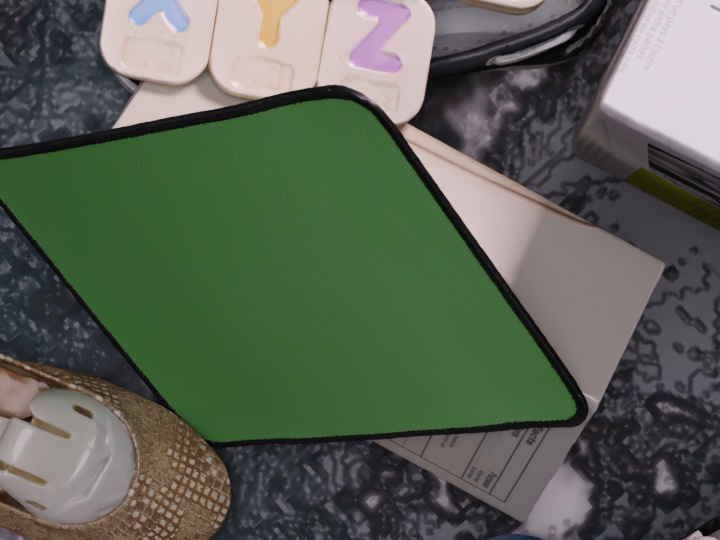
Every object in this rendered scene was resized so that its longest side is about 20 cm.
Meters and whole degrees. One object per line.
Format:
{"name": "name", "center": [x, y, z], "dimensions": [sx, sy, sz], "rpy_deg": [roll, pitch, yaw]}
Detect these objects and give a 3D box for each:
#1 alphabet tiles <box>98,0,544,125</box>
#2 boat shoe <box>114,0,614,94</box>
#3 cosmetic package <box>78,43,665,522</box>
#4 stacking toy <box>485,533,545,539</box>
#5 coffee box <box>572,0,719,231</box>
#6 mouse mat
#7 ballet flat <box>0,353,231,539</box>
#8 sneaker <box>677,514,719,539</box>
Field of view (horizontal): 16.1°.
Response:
{"name": "alphabet tiles", "center": [-0.021, -0.157, 0.910], "dimensions": [0.198, 0.015, 0.197], "rpy_deg": [10, 85, -6]}
{"name": "boat shoe", "center": [-0.002, -0.103, 0.977], "dimensions": [0.198, 0.060, 0.076], "rpy_deg": [-11, 87, 2]}
{"name": "cosmetic package", "center": [0.000, 0.000, 0.943], "dimensions": [0.199, 0.104, 0.073], "rpy_deg": [28, 58, 2]}
{"name": "stacking toy", "center": [0.033, 0.203, 0.950], "dimensions": [0.116, 0.110, 0.200], "rpy_deg": [44, 101, 15]}
{"name": "coffee box", "center": [0.207, -0.092, 0.897], "dimensions": [0.197, 0.200, 0.201], "rpy_deg": [27, 89, 3]}
{"name": "mouse mat", "center": [-0.031, 0.005, 0.902], "dimensions": [0.161, 0.199, 0.008], "rpy_deg": [54, 48, -29]}
{"name": "ballet flat", "center": [-0.146, 0.061, 0.973], "dimensions": [0.199, 0.065, 0.071], "rpy_deg": [19, 89, 3]}
{"name": "sneaker", "center": [0.172, 0.106, 0.884], "dimensions": [0.199, 0.075, 0.081], "rpy_deg": [-22, 81, -17]}
